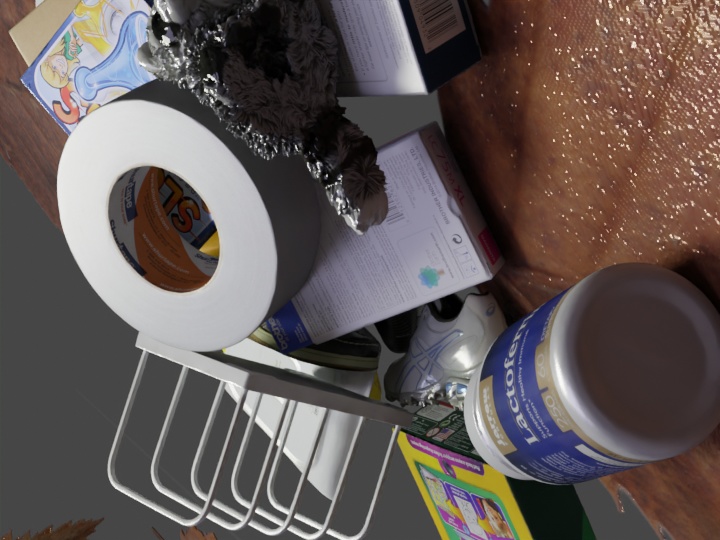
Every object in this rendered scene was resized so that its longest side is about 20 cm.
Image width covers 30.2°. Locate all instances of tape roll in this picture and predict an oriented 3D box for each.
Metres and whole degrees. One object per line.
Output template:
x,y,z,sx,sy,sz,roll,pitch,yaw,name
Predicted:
-0.130,-0.042,1.000,0.199,0.066,0.202,15,122,26,tape roll

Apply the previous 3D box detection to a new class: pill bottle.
0.141,0.075,0.849,0.116,0.115,0.200,57,159,6,pill bottle

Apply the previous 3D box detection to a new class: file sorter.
-0.083,0.142,1.089,0.138,0.126,0.199,16,178,43,file sorter

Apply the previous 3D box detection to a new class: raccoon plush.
-0.076,-0.108,0.903,0.134,0.096,0.201,12,128,56,raccoon plush

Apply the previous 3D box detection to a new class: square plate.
-0.068,0.091,1.260,0.198,0.028,0.201,43,134,34,square plate

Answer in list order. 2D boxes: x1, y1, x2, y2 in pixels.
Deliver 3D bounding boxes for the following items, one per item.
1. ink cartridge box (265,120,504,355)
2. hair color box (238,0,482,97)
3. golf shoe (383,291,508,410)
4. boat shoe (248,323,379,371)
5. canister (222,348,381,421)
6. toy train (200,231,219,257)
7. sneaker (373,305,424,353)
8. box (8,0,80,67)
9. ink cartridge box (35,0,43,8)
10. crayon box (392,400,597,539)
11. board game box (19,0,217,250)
-0.002,-0.020,1.012,0.199,0.042,0.120,-23,99,29,ink cartridge box
-0.018,-0.173,0.904,0.199,0.060,0.101,7,123,48,hair color box
0.073,0.062,1.083,0.200,0.078,0.098,-13,86,65,golf shoe
-0.061,0.036,1.163,0.200,0.071,0.067,18,95,43,boat shoe
-0.071,0.072,1.381,0.200,0.086,0.150,27,140,53,canister
-0.106,-0.034,1.125,0.085,0.199,0.117,32,-138,-54,toy train
0.000,0.000,1.111,0.066,0.090,0.201,40,152,43,sneaker
-0.177,-0.180,1.083,0.199,0.021,0.164,-31,90,28,box
-0.186,-0.182,1.222,0.201,0.145,0.147,56,159,9,ink cartridge box
0.124,0.212,1.151,0.200,0.058,0.174,9,127,65,crayon box
-0.163,-0.126,1.059,0.200,0.034,0.135,48,118,2,board game box
